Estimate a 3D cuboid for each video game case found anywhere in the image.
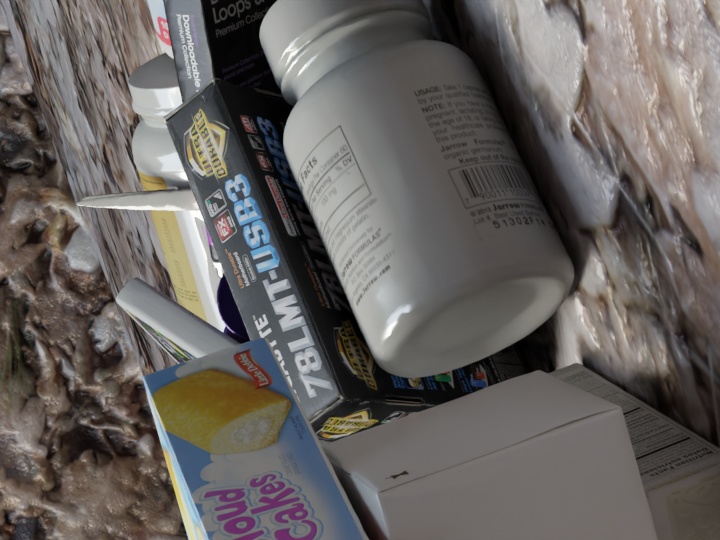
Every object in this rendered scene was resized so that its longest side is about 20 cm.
[{"bbox_3d":[-0.041,0.091,1.391,0.182,0.023,0.200,48,170,-33],"label":"video game case"}]

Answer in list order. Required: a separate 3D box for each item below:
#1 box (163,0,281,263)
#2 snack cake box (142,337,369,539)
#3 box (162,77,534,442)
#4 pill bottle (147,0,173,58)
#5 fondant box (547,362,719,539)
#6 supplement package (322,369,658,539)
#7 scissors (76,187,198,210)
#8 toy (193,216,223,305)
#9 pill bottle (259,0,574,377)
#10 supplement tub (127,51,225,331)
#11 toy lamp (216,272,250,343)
[{"bbox_3d":[-0.050,-0.122,1.397,0.036,0.143,0.202,5,115,37],"label":"box"},{"bbox_3d":[-0.038,0.133,1.103,0.200,0.067,0.116,-122,18,-59],"label":"snack cake box"},{"bbox_3d":[0.000,0.000,1.328,0.198,0.050,0.201,6,-126,-52],"label":"box"},{"bbox_3d":[-0.099,-0.240,1.530,0.109,0.108,0.201,-128,21,-56],"label":"pill bottle"},{"bbox_3d":[0.137,0.142,1.198,0.200,0.058,0.145,-144,36,-71],"label":"fondant box"},{"bbox_3d":[0.074,0.164,1.089,0.121,0.119,0.202,-156,49,-76],"label":"supplement package"},{"bbox_3d":[-0.087,-0.041,1.541,0.074,0.199,0.014,67,-158,-16],"label":"scissors"},{"bbox_3d":[-0.007,0.027,1.505,0.199,0.047,0.115,31,156,20],"label":"toy"},{"bbox_3d":[0.023,-0.056,1.256,0.115,0.114,0.201,97,152,-65],"label":"pill bottle"},{"bbox_3d":[-0.071,-0.051,1.622,0.145,0.144,0.202,-140,32,-67],"label":"supplement tub"},{"bbox_3d":[-0.056,0.032,1.423,0.200,0.058,0.059,99,149,-78],"label":"toy lamp"}]
